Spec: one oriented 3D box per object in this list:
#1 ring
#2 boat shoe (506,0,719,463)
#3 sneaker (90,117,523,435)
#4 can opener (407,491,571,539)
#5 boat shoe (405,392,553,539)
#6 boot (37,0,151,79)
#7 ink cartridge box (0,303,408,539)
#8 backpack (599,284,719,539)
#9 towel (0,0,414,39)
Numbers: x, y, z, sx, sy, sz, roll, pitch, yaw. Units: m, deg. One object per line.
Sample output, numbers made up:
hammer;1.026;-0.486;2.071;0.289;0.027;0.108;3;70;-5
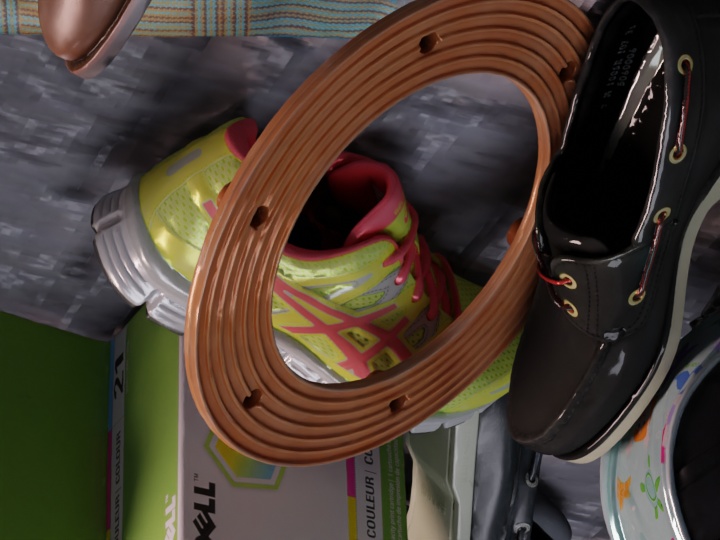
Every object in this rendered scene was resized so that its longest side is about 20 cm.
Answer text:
ring;0.014;-0.016;0.898;0.200;0.019;0.201;-30;141;-29
boat shoe;0.090;-0.015;0.912;0.063;0.074;0.201;1;126;-30
sneaker;0.000;0.000;0.969;0.200;0.078;0.090;21;130;-35
can opener;0.017;0.102;1.154;0.200;0.053;0.067;30;102;-37
boat shoe;0.056;0.114;1.102;0.066;0.075;0.200;-7;113;-20
boot;-0.141;-0.155;0.710;0.200;0.064;0.187;9;116;-21
ink cartridge box;-0.086;0.071;1.000;0.200;0.148;0.076;17;141;-26
backpack;0.193;0.078;0.960;0.200;0.178;0.151;-37;-178;-22
towel;-0.064;-0.125;0.828;0.200;0.022;0.147;-1;145;-2
